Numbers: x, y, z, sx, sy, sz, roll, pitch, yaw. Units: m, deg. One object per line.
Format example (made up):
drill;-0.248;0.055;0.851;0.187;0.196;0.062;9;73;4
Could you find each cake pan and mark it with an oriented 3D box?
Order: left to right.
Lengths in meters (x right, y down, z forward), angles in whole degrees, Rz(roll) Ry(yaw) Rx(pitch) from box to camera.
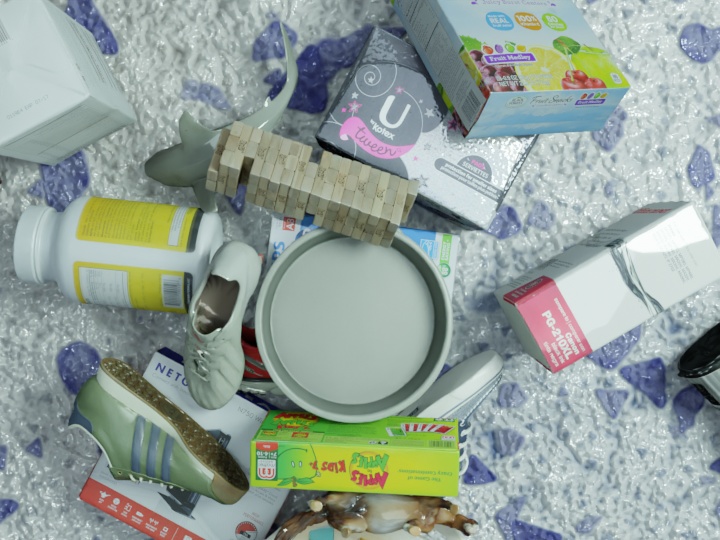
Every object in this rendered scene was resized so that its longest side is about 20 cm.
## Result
cake pan;-0.007;0.051;0.978;0.199;0.037;0.202;0;88;-5

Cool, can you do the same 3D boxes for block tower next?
block tower;-0.047;-0.082;0.938;0.199;0.054;0.058;17;61;-5

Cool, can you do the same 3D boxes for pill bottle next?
pill bottle;-0.249;-0.018;1.009;0.199;0.112;0.113;6;92;0

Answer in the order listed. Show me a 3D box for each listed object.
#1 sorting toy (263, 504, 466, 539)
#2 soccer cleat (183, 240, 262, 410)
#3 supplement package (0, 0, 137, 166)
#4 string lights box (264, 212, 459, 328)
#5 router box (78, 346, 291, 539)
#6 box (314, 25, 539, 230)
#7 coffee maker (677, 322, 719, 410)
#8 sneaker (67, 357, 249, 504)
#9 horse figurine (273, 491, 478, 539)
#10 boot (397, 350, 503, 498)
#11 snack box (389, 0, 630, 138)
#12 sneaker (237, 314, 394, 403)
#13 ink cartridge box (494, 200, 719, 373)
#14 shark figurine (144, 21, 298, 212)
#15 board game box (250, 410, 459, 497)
sorting toy;0.010;0.304;1.012;0.180;0.107;0.200;-44;92;8
soccer cleat;-0.145;0.062;0.951;0.069;0.078;0.201;21;119;8
supplement package;-0.314;-0.182;0.959;0.113;0.200;0.110;-28;92;0
string lights box;0.000;0.000;1.034;0.199;0.059;0.104;7;92;0
router box;-0.173;0.209;1.047;0.199;0.049;0.180;28;92;-1
box;0.068;-0.141;1.002;0.199;0.115;0.133;29;91;0
coffee maker;0.463;0.126;1.017;0.192;0.135;0.201;-36;93;-22
sneaker;-0.214;0.186;0.994;0.200;0.067;0.090;42;99;-1
horse figurine;0.019;0.238;0.936;0.198;0.133;0.050;-2;80;3
boot;0.092;0.178;1.042;0.200;0.073;0.090;-40;98;9
snack box;0.141;-0.226;0.947;0.168;0.068;0.201;-8;56;-28
sneaker;-0.054;0.087;1.018;0.198;0.077;0.085;1;114;0
ink cartridge box;0.251;0.013;0.991;0.199;0.145;0.085;-30;93;1
shark figurine;-0.140;-0.151;0.989;0.214;0.128;0.090;-36;133;6
board game box;-0.002;0.180;0.960;0.198;0.102;0.048;2;99;5
